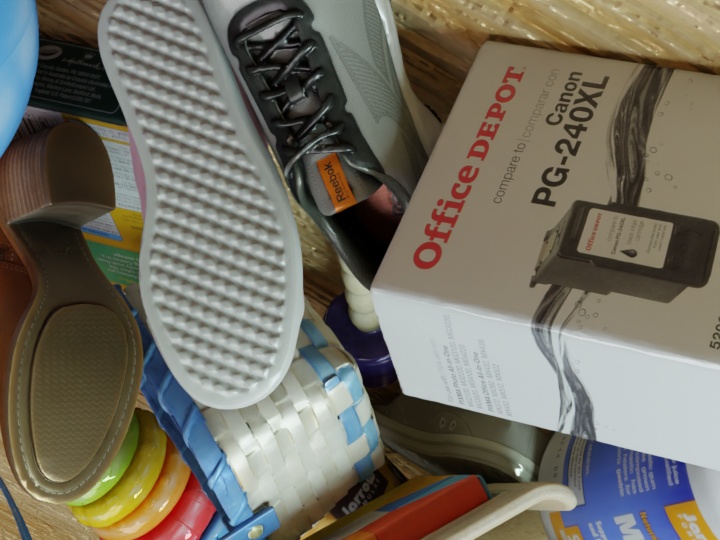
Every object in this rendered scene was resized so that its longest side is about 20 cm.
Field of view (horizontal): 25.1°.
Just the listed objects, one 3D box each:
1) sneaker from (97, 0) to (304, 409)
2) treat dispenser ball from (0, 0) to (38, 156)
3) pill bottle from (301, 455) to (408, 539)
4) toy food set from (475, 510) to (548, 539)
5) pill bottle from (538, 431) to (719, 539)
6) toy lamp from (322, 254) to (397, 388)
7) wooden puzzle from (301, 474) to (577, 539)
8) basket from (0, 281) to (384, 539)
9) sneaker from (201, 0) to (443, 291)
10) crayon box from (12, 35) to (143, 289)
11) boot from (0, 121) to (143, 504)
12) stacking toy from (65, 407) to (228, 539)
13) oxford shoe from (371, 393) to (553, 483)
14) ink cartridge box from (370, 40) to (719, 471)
[{"bbox_3d":[-0.068,-0.032,0.765,0.075,0.202,0.105,-16,169,3],"label":"sneaker"},{"bbox_3d":[-0.252,-0.111,0.757,0.200,0.202,0.201,20,150,12],"label":"treat dispenser ball"},{"bbox_3d":[-0.006,0.176,1.064,0.200,0.109,0.109,47,146,-17],"label":"pill bottle"},{"bbox_3d":[0.157,0.175,1.049,0.197,0.049,0.200,30,151,-6],"label":"toy food set"},{"bbox_3d":[0.191,0.106,0.845,0.112,0.113,0.200,35,151,-16],"label":"pill bottle"},{"bbox_3d":[0.000,0.000,0.884,0.058,0.058,0.200,16,150,17],"label":"toy lamp"},{"bbox_3d":[0.000,0.152,0.886,0.037,0.199,0.185,67,165,2],"label":"wooden puzzle"},{"bbox_3d":[-0.098,0.092,0.871,0.177,0.199,0.140,55,164,41],"label":"basket"},{"bbox_3d":[-0.014,-0.077,0.718,0.074,0.080,0.201,-20,116,28],"label":"sneaker"},{"bbox_3d":[-0.136,-0.045,0.926,0.125,0.052,0.201,14,148,21],"label":"crayon box"},{"bbox_3d":[-0.190,0.032,0.851,0.076,0.202,0.155,5,161,-42],"label":"boot"},{"bbox_3d":[-0.176,0.122,1.076,0.200,0.116,0.110,42,169,-38],"label":"stacking toy"},{"bbox_3d":[0.059,0.097,1.000,0.075,0.058,0.200,30,166,-21],"label":"oxford shoe"},{"bbox_3d":[0.121,-0.006,0.684,0.199,0.146,0.084,12,149,23],"label":"ink cartridge box"}]
